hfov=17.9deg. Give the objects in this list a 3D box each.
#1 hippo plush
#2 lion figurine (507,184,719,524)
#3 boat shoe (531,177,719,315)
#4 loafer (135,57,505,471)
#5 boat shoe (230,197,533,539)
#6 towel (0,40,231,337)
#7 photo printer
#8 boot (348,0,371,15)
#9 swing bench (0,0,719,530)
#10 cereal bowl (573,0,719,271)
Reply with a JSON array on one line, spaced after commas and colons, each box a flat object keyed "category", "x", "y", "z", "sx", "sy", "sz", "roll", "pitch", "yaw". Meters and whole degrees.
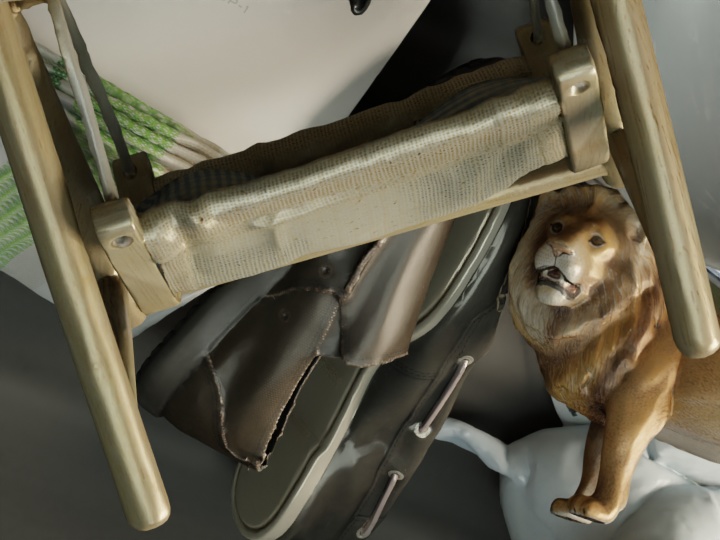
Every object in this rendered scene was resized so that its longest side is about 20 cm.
[{"category": "hippo plush", "x": 0.136, "y": 0.127, "z": 0.946, "sx": 0.159, "sy": 0.161, "sz": 0.200, "roll": -31, "pitch": 119, "yaw": 6}, {"category": "lion figurine", "x": 0.144, "y": 0.051, "z": 0.867, "sx": 0.199, "sy": 0.072, "sz": 0.123, "roll": 20, "pitch": 82, "yaw": 2}, {"category": "boat shoe", "x": 0.150, "y": -0.003, "z": 0.943, "sx": 0.199, "sy": 0.072, "sz": 0.062, "roll": 34, "pitch": 127, "yaw": -18}, {"category": "loafer", "x": 0.000, "y": 0.000, "z": 0.878, "sx": 0.071, "sy": 0.073, "sz": 0.200, "roll": 45, "pitch": 111, "yaw": 2}, {"category": "boat shoe", "x": 0.018, "y": 0.034, "z": 0.933, "sx": 0.057, "sy": 0.067, "sz": 0.201, "roll": 18, "pitch": 115, "yaw": -37}, {"category": "towel", "x": -0.139, "y": -0.039, "z": 0.831, "sx": 0.199, "sy": 0.031, "sz": 0.149, "roll": 29, "pitch": 148, "yaw": -23}, {"category": "photo printer", "x": -0.044, "y": -0.136, "z": 0.822, "sx": 0.166, "sy": 0.070, "sz": 0.200, "roll": 29, "pitch": 109, "yaw": -24}, {"category": "boot", "x": -0.045, "y": -0.188, "z": 0.720, "sx": 0.199, "sy": 0.069, "sz": 0.174, "roll": 32, "pitch": 118, "yaw": -9}, {"category": "swing bench", "x": -0.010, "y": -0.057, "z": 0.706, "sx": 0.198, "sy": 0.130, "sz": 0.201, "roll": -16, "pitch": 123, "yaw": 0}, {"category": "cereal bowl", "x": 0.182, "y": -0.091, "z": 0.841, "sx": 0.083, "sy": 0.200, "sz": 0.201, "roll": 6, "pitch": 123, "yaw": -53}]
